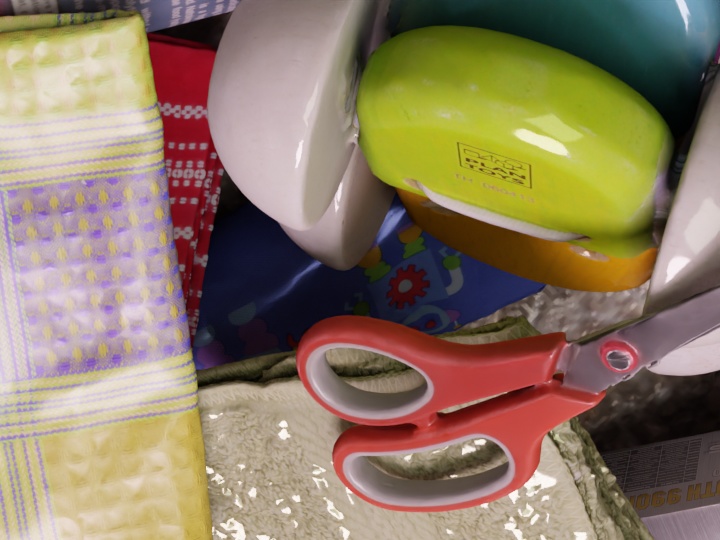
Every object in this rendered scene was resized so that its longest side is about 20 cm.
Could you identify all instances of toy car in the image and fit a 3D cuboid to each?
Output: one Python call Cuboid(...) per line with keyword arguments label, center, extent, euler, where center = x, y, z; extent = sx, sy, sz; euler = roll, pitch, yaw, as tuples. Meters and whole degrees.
Cuboid(label="toy car", center=(0.060, -0.061, 0.751), extent=(0.175, 0.200, 0.150), euler=(18, 85, 10))

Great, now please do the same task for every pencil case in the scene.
Cuboid(label="pencil case", center=(0.000, 0.000, 0.884), extent=(0.200, 0.078, 0.087), euler=(-29, 126, -3))

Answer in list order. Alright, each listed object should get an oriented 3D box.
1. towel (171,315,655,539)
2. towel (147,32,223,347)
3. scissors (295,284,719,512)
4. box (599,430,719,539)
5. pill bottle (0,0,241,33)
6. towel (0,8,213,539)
Cuboid(label="towel", center=(0.026, 0.099, 0.804), extent=(0.148, 0.037, 0.200), euler=(-11, 126, 29))
Cuboid(label="towel", center=(-0.124, 0.010, 0.818), extent=(0.144, 0.022, 0.200), euler=(10, 78, -9))
Cuboid(label="scissors", center=(0.067, 0.030, 0.690), extent=(0.200, 0.014, 0.073), euler=(-12, 120, 33))
Cuboid(label="box", center=(0.159, 0.135, 0.955), extent=(0.200, 0.048, 0.158), euler=(-12, 121, 21))
Cuboid(label="pill bottle", center=(-0.054, -0.140, 0.783), extent=(0.200, 0.120, 0.120), euler=(-15, 116, -9))
Cuboid(label="towel", center=(-0.121, 0.026, 0.743), extent=(0.143, 0.023, 0.200), euler=(-6, 104, -7))
